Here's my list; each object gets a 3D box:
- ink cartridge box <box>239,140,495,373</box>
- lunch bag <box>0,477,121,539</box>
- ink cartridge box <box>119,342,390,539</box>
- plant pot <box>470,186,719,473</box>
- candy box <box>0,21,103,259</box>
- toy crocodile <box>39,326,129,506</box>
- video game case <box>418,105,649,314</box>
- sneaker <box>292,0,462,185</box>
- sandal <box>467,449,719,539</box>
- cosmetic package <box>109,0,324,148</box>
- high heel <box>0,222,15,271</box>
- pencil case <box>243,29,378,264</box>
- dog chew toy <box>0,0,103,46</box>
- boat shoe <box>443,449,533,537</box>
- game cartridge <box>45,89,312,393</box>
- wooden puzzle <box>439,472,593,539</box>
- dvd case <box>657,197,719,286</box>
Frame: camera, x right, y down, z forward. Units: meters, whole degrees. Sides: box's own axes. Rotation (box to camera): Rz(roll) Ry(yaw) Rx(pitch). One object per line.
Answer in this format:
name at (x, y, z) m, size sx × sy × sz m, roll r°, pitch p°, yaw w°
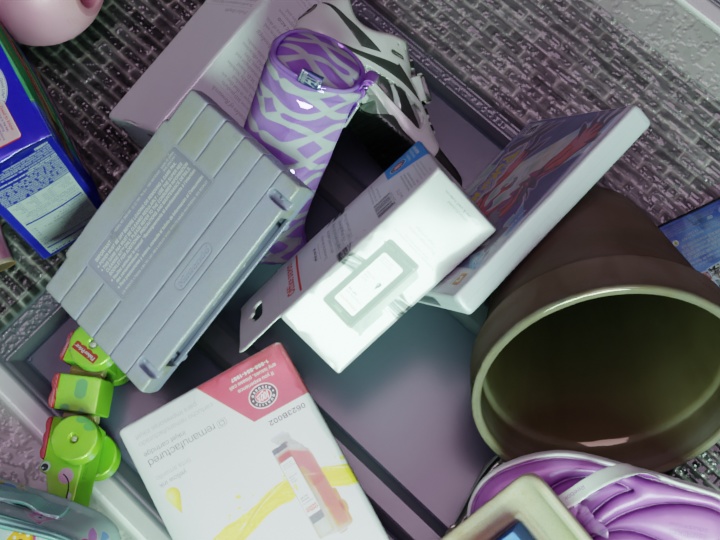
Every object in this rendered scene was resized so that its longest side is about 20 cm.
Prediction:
ink cartridge box at (0.000, 0.000, 0.888) m, size 0.200 × 0.116 × 0.068 m, roll -42°, pitch 105°, yaw 8°
lunch bag at (-0.283, 0.230, 0.856) m, size 0.199 × 0.077 × 0.161 m, roll 14°, pitch 107°, yaw 8°
ink cartridge box at (-0.073, 0.181, 0.892) m, size 0.145 × 0.083 × 0.200 m, roll -29°, pitch 75°, yaw -7°
plant pot at (0.176, 0.031, 0.869) m, size 0.199 × 0.200 × 0.174 m, roll -2°, pitch 41°, yaw 1°
candy box at (-0.285, -0.121, 0.924) m, size 0.077 × 0.200 × 0.169 m, roll -29°, pitch 77°, yaw -8°
toy crocodile at (-0.224, 0.106, 0.928) m, size 0.062 × 0.068 × 0.201 m, roll 5°, pitch 72°, yaw 8°
video game case at (0.112, -0.050, 0.906) m, size 0.200 × 0.182 × 0.023 m, roll -45°, pitch 104°, yaw -10°
sneaker at (0.028, -0.147, 0.960) m, size 0.200 × 0.074 × 0.089 m, roll 46°, pitch 66°, yaw -18°
sandal at (0.177, 0.171, 0.814) m, size 0.202 × 0.050 × 0.083 m, roll 2°, pitch 85°, yaw 7°
cosmetic package at (-0.110, -0.177, 0.978) m, size 0.200 × 0.074 × 0.102 m, roll -53°, pitch 35°, yaw -10°
high heel at (-0.398, -0.014, 0.966) m, size 0.200 × 0.067 × 0.096 m, roll -22°, pitch 84°, yaw -19°
pencil case at (-0.055, -0.094, 0.914) m, size 0.085 × 0.200 × 0.084 m, roll 20°, pitch 41°, yaw -7°
dog chew toy at (-0.328, -0.265, 1.011) m, size 0.199 × 0.125 × 0.125 m, roll 8°, pitch 75°, yaw 12°
boat shoe at (0.086, 0.227, 0.884) m, size 0.071 × 0.064 × 0.200 m, roll 22°, pitch 76°, yaw 8°
game cartridge at (-0.142, -0.023, 0.879) m, size 0.130 × 0.038 × 0.200 m, roll 44°, pitch 102°, yaw 23°
wooden puzzle at (0.105, 0.269, 0.799) m, size 0.200 × 0.046 × 0.185 m, roll -43°, pitch 81°, yaw 20°
dvd case at (0.343, 0.027, 0.955) m, size 0.142 × 0.018 × 0.200 m, roll -24°, pitch 74°, yaw -5°
